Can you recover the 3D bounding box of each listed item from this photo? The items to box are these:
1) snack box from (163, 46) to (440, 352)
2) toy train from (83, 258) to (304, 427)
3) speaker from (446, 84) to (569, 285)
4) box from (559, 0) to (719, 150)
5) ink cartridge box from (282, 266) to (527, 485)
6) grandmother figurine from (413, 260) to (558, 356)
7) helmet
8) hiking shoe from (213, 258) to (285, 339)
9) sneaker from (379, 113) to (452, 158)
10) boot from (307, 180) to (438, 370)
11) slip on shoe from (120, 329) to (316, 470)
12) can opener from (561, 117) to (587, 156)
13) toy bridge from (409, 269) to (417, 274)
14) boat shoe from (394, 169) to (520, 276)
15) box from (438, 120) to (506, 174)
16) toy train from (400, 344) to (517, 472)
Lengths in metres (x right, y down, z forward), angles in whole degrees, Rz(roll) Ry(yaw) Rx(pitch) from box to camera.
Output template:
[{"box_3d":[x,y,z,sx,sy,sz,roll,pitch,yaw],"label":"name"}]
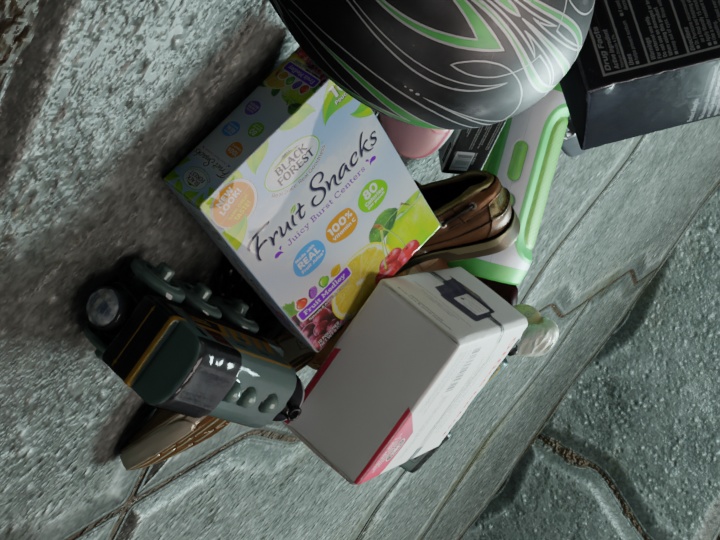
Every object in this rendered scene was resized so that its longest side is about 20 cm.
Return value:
[{"box_3d":[-0.036,-0.048,1.064,0.142,0.053,0.200,-46,140,-10],"label":"snack box"},{"box_3d":[-0.117,0.063,1.066,0.085,0.114,0.200,-52,149,5],"label":"toy train"},{"box_3d":[0.142,-0.091,1.387,0.088,0.088,0.200,3,102,-70],"label":"speaker"},{"box_3d":[0.245,-0.227,1.171,0.198,0.200,0.123,-13,160,0],"label":"box"},{"box_3d":[0.043,0.081,1.197,0.145,0.084,0.200,-55,164,15],"label":"ink cartridge box"},{"box_3d":[0.110,0.016,1.451,0.121,0.200,0.061,-40,160,-34],"label":"grandmother figurine"},{"box_3d":[0.046,-0.179,0.881,0.200,0.191,0.200,-45,162,-19],"label":"helmet"},{"box_3d":[-0.045,-0.019,1.187,0.200,0.076,0.101,-58,159,20],"label":"hiking shoe"},{"box_3d":[0.040,-0.164,1.103,0.105,0.075,0.200,-37,152,-51],"label":"sneaker"},{"box_3d":[0.000,0.000,1.359,0.200,0.077,0.155,-41,156,1],"label":"boot"},{"box_3d":[-0.130,0.099,1.250,0.200,0.061,0.076,-37,167,18],"label":"slip on shoe"},{"box_3d":[0.208,-0.160,1.630,0.067,0.053,0.200,-21,169,13],"label":"can opener"},{"box_3d":[0.073,-0.018,1.586,0.067,0.027,0.200,-59,162,16],"label":"toy bridge"},{"box_3d":[0.031,-0.040,1.234,0.200,0.072,0.068,-16,130,15],"label":"boat shoe"},{"box_3d":[0.102,-0.180,1.166,0.035,0.110,0.200,4,145,-15],"label":"box"},{"box_3d":[0.062,0.097,1.373,0.114,0.085,0.200,35,103,-32],"label":"toy train"}]
